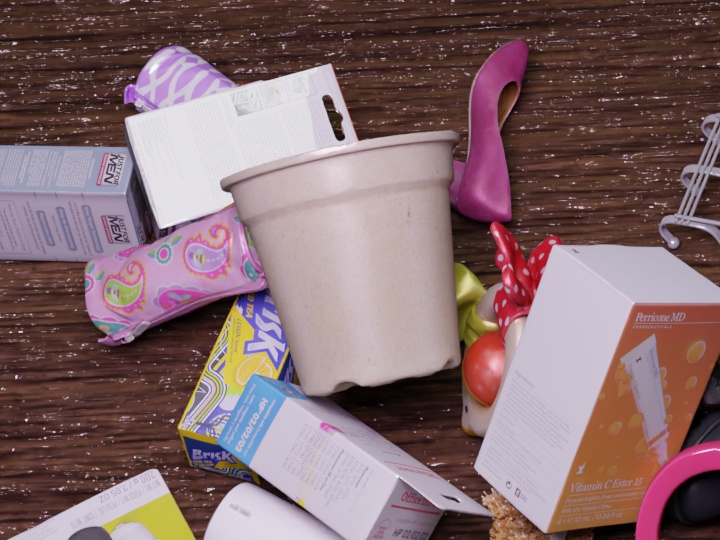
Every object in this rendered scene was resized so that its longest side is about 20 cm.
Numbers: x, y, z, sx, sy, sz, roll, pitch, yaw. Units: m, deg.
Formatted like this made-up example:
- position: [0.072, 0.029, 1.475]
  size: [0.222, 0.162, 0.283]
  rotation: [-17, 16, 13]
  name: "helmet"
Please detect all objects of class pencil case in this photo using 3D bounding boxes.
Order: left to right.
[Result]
- position: [-0.152, 0.003, 1.504]
  size: [0.198, 0.087, 0.088]
  rotation: [-21, 46, 29]
  name: "pencil case"
- position: [-0.139, -0.141, 1.662]
  size: [0.199, 0.085, 0.085]
  rotation: [36, 44, 29]
  name: "pencil case"

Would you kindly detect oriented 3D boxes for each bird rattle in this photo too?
- position: [0.125, 0.057, 1.428]
  size: [0.111, 0.200, 0.165]
  rotation: [8, 76, -24]
  name: "bird rattle"

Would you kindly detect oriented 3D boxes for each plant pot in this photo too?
- position: [0.000, 0.000, 1.386]
  size: [0.198, 0.200, 0.186]
  rotation: [-11, 87, -2]
  name: "plant pot"

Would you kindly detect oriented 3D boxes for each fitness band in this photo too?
- position: [0.310, 0.214, 1.317]
  size: [0.198, 0.037, 0.145]
  rotation: [21, 100, 14]
  name: "fitness band"

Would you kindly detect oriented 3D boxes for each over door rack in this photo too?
- position: [0.386, -0.073, 1.553]
  size: [0.198, 0.067, 0.149]
  rotation: [2, 50, 35]
  name: "over door rack"

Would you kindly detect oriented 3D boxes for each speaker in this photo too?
- position: [-0.025, 0.244, 1.359]
  size: [0.198, 0.082, 0.081]
  rotation: [24, 59, 21]
  name: "speaker"

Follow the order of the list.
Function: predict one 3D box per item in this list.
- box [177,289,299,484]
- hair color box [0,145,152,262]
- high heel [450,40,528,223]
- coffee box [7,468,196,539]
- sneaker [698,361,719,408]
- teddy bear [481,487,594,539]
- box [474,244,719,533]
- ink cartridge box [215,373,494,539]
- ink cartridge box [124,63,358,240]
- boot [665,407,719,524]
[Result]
- position: [-0.088, 0.080, 1.503]
  size: [0.069, 0.065, 0.201]
  rotation: [12, 54, 15]
  name: "box"
- position: [-0.302, -0.063, 1.613]
  size: [0.197, 0.100, 0.061]
  rotation: [2, 51, 8]
  name: "hair color box"
- position: [0.140, -0.133, 1.635]
  size: [0.095, 0.068, 0.201]
  rotation: [20, 59, 23]
  name: "high heel"
- position: [-0.178, 0.309, 1.252]
  size: [0.198, 0.201, 0.198]
  rotation: [-26, 54, -13]
  name: "coffee box"
- position: [0.246, 0.072, 1.443]
  size: [0.087, 0.076, 0.200]
  rotation: [-28, 22, 6]
  name: "sneaker"
- position: [0.143, 0.249, 1.355]
  size: [0.143, 0.067, 0.201]
  rotation: [-4, 47, -12]
  name: "teddy bear"
- position: [0.190, 0.091, 1.337]
  size: [0.123, 0.202, 0.097]
  rotation: [0, 27, -38]
  name: "box"
- position: [-0.004, 0.166, 1.366]
  size: [0.199, 0.115, 0.068]
  rotation: [32, 95, 29]
  name: "ink cartridge box"
- position: [-0.105, -0.108, 1.561]
  size: [0.198, 0.050, 0.110]
  rotation: [-17, 77, -12]
  name: "ink cartridge box"
- position: [0.361, 0.154, 1.357]
  size: [0.199, 0.077, 0.167]
  rotation: [-33, 33, -25]
  name: "boot"
